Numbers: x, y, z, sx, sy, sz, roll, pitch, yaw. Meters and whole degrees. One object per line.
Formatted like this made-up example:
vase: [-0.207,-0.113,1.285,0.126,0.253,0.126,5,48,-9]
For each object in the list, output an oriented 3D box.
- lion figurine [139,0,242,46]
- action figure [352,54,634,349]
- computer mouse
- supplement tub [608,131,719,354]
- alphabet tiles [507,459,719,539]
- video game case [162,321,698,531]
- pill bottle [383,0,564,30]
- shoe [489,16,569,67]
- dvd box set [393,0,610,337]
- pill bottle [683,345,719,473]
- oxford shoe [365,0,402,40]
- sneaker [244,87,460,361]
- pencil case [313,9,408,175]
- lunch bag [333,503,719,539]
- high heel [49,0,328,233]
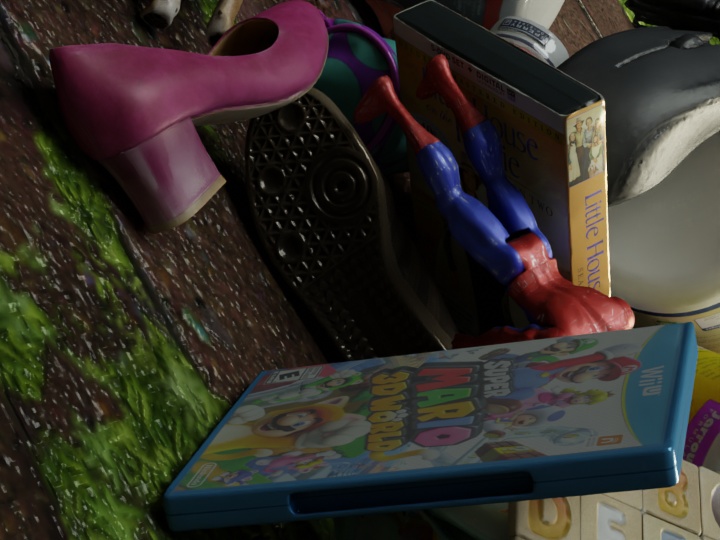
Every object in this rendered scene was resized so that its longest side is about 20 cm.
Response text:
lion figurine: [-0.078,-0.198,0.923,0.072,0.200,0.123,14,66,-6]
action figure: [0.067,0.002,0.887,0.065,0.099,0.201,-24,67,-30]
computer mouse: [0.156,-0.107,0.990,0.138,0.200,0.053,29,-36,33]
supplement tub: [0.210,-0.025,1.106,0.145,0.144,0.200,66,13,23]
alphabet tiles: [0.123,0.159,0.702,0.166,0.006,0.201,24,50,-25]
video game case: [0.034,0.062,0.732,0.143,0.198,0.018,-52,132,-68]
pill bottle: [0.037,-0.226,1.143,0.199,0.117,0.116,26,15,16]
shoe: [0.087,-0.058,1.089,0.071,0.091,0.201,24,-25,22]
dvd box set: [0.077,-0.028,0.952,0.146,0.029,0.201,38,-35,44]
pill bottle: [0.197,0.103,0.957,0.104,0.104,0.200,45,-11,-29]
oxford shoe: [0.048,-0.182,1.279,0.201,0.071,0.074,59,18,2]
sneaker: [0.000,0.000,0.936,0.201,0.070,0.076,65,9,1]
pencil case: [0.016,-0.105,1.074,0.200,0.084,0.093,-12,91,-69]
lunch bag: [0.089,0.154,0.767,0.169,0.122,0.201,-4,61,-40]
high heel: [-0.079,-0.107,0.861,0.096,0.067,0.200,59,40,-21]
